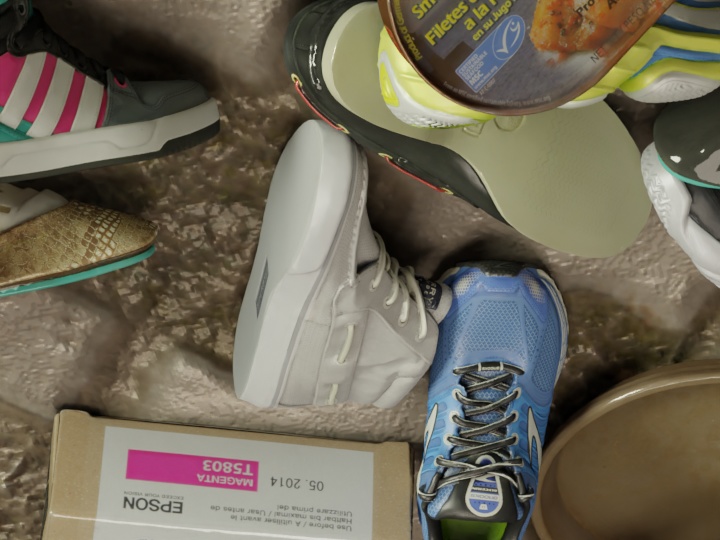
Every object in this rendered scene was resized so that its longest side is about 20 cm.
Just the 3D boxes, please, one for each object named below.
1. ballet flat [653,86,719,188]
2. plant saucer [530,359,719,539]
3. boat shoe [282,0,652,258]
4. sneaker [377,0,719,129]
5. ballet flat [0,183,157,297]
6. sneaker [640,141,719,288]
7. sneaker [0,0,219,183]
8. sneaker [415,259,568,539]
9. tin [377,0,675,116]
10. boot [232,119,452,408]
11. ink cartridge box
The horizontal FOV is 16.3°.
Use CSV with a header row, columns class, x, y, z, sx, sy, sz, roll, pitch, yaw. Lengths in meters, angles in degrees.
class,x,y,z,sx,sy,sz,roll,pitch,yaw
ballet flat,0.234,-0.080,1.151,0.199,0.068,0.068,-4,148,-11
plant saucer,0.191,0.115,1.383,0.199,0.030,0.200,1,136,1
boat shoe,0.053,-0.069,1.172,0.201,0.063,0.074,28,88,-30
sneaker,0.101,-0.126,1.101,0.199,0.076,0.105,-12,107,-21
ballet flat,-0.200,-0.009,1.224,0.199,0.071,0.065,-18,98,-2
sneaker,0.232,-0.031,1.205,0.200,0.076,0.114,30,125,-31
sneaker,-0.151,-0.103,1.124,0.083,0.121,0.200,-1,-172,45
sneaker,0.068,0.085,1.298,0.078,0.089,0.201,1,122,-1
tin,0.091,-0.154,1.034,0.200,0.042,0.112,-45,114,2
boot,0.000,0.000,1.244,0.095,0.074,0.200,4,144,-13
ink cartridge box,-0.079,0.165,1.402,0.199,0.075,0.165,6,137,-5
